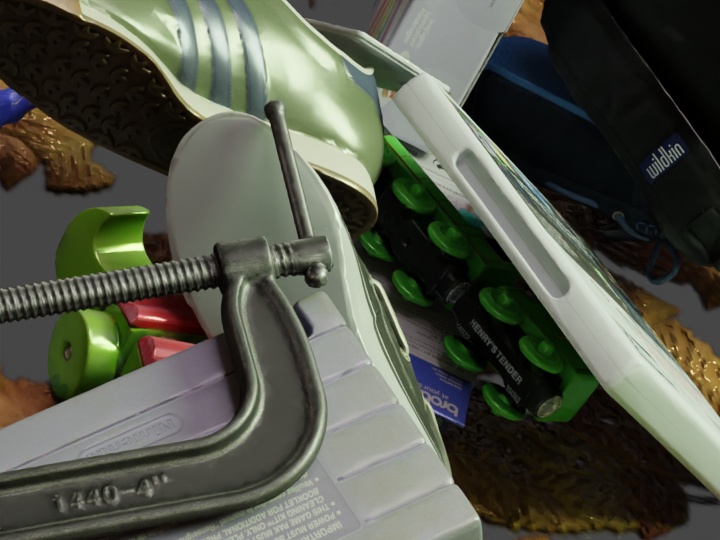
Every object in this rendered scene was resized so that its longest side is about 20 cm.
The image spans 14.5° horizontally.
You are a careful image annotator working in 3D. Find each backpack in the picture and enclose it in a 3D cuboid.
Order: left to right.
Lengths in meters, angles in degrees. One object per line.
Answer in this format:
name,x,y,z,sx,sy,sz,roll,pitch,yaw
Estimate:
backpack,0.187,-0.126,1.341,0.190,0.200,0.154,39,32,24

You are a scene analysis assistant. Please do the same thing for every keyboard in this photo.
keyboard,-0.032,-0.109,1.320,0.056,0.011,0.200,37,-10,-32

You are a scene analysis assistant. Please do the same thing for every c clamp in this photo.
c clamp,-0.097,0.028,1.066,0.200,0.027,0.171,-14,58,-14

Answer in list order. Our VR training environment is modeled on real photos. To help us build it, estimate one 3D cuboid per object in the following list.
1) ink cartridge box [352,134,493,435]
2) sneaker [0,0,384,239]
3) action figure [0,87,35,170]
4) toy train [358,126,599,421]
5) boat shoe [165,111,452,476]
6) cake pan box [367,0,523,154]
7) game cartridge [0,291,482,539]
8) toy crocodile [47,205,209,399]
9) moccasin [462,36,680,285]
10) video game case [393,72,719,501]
ink cartridge box,0.000,0.000,1.282,0.119,0.042,0.200,25,31,-8
sneaker,-0.073,-0.093,1.206,0.200,0.067,0.090,29,50,-22
action figure,-0.187,-0.068,1.224,0.200,0.052,0.065,-19,51,-42
toy train,0.036,-0.009,1.254,0.056,0.042,0.200,4,40,-50
boat shoe,-0.020,0.029,1.159,0.064,0.071,0.200,-34,100,-81
cake pan box,0.065,-0.175,1.385,0.052,0.200,0.184,26,23,-9
game cartridge,-0.070,0.096,1.045,0.200,0.038,0.130,-23,60,-18
toy crocodile,-0.077,0.056,1.132,0.067,0.062,0.200,7,40,-30
moccasin,0.141,-0.047,1.425,0.200,0.068,0.080,32,33,9
video game case,0.103,0.017,1.262,0.182,0.023,0.200,56,8,33
